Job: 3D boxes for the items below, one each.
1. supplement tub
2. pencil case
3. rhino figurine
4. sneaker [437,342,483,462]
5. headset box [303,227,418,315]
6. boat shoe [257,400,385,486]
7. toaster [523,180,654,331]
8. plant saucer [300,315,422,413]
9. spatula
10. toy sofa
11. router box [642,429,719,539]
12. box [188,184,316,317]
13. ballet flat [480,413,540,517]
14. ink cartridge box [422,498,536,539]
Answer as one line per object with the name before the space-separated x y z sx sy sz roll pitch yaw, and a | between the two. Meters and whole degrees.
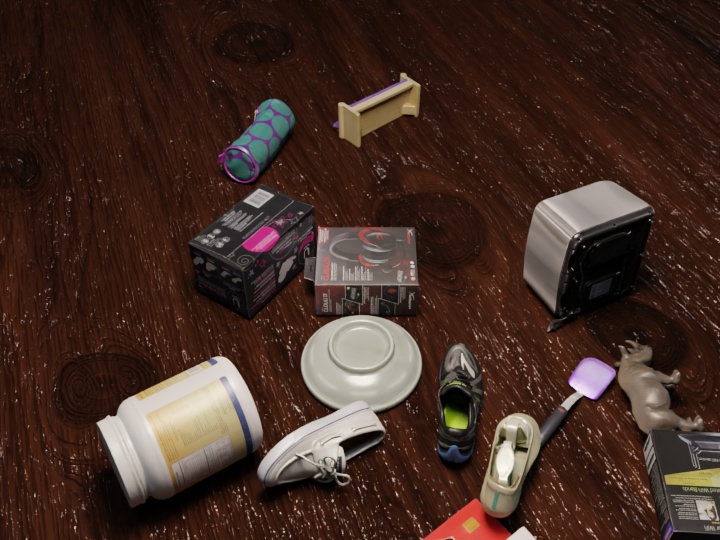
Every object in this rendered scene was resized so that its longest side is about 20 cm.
supplement tub | -0.250 0.223 1.125 0.197 0.147 0.145 -24 47 -23
pencil case | -0.213 -0.272 1.697 0.091 0.086 0.202 24 46 3
rhino figurine | 0.438 0.175 1.230 0.085 0.061 0.202 -8 41 0
sneaker | 0.150 0.185 1.206 0.069 0.084 0.202 6 43 6
headset box | 0.000 0.000 1.410 0.194 0.076 0.151 0 43 1
boat shoe | -0.045 0.263 1.141 0.199 0.076 0.086 -21 48 -34
toaster | 0.374 -0.029 1.364 0.196 0.184 0.119 -19 42 -20
plant saucer | 0.002 0.133 1.288 0.194 0.051 0.203 0 44 0
spatula | 0.315 0.203 1.230 0.056 0.021 0.199 32 53 29
toy sofa | 0.033 -0.361 1.791 0.198 0.084 0.097 -31 52 -28
router box | 0.499 0.300 1.100 0.194 0.053 0.159 3 44 4
box | -0.185 -0.037 1.425 0.130 0.117 0.200 23 47 25
ballet flat | 0.210 0.250 1.126 0.068 0.071 0.201 12 36 13
ink cartridge box | 0.137 0.390 1.016 0.197 0.045 0.176 -28 51 -27
